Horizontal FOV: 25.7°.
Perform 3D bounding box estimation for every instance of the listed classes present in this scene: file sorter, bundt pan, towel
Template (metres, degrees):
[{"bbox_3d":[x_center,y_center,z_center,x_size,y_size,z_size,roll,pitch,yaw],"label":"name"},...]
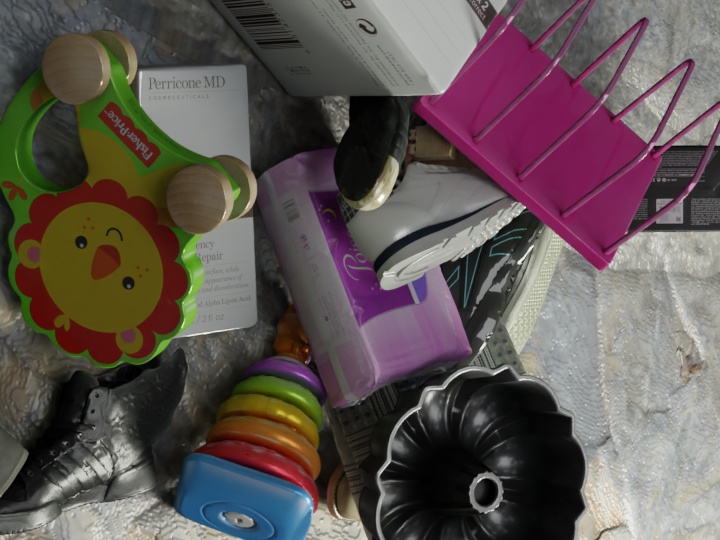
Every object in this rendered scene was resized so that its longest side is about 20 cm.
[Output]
[{"bbox_3d":[0.173,-0.134,1.235,0.200,0.125,0.139,40,51,-8],"label":"file sorter"},{"bbox_3d":[0.081,0.172,1.263,0.200,0.076,0.204,-1,92,-28],"label":"bundt pan"},{"bbox_3d":[0.069,0.138,1.353,0.191,0.035,0.202,-16,78,-27],"label":"towel"}]

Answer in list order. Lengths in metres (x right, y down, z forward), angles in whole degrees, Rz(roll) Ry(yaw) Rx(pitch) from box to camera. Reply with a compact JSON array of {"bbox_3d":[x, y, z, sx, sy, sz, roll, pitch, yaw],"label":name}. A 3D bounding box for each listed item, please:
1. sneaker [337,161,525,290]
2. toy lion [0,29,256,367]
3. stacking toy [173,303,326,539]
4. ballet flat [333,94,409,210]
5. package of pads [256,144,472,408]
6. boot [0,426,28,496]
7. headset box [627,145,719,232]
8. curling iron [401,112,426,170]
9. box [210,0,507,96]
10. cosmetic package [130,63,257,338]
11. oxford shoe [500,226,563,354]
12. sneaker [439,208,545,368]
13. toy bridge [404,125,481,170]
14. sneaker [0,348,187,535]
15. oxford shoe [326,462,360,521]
[{"bbox_3d":[0.067,-0.054,1.257,0.199,0.076,0.081,-21,68,-48],"label":"sneaker"},{"bbox_3d":[-0.185,-0.040,1.122,0.200,0.192,0.069,46,19,2],"label":"toy lion"},{"bbox_3d":[-0.068,0.111,1.261,0.109,0.116,0.201,18,58,-2],"label":"stacking toy"},{"bbox_3d":[0.019,-0.102,1.217,0.057,0.066,0.201,49,24,-23],"label":"ballet flat"},{"bbox_3d":[0.000,0.000,1.272,0.120,0.075,0.202,-15,81,-42],"label":"package of pads"},{"bbox_3d":[-0.298,0.064,1.057,0.200,0.072,0.182,43,80,-14],"label":"boot"},{"bbox_3d":[0.271,-0.075,1.438,0.147,0.200,0.078,0,95,6],"label":"headset box"},{"bbox_3d":[0.028,-0.050,1.367,0.050,0.025,0.202,31,68,-59],"label":"curling iron"},{"bbox_3d":[-0.020,-0.245,1.195,0.199,0.199,0.131,48,66,-31],"label":"box"},{"bbox_3d":[-0.139,-0.054,1.197,0.101,0.074,0.202,-8,100,-38],"label":"cosmetic package"},{"bbox_3d":[0.139,0.008,1.445,0.075,0.057,0.202,1,108,-69],"label":"oxford shoe"},{"bbox_3d":[0.107,-0.018,1.355,0.079,0.075,0.201,28,73,5],"label":"sneaker"},{"bbox_3d":[0.075,-0.091,1.344,0.200,0.066,0.028,18,73,-69],"label":"toy bridge"},{"bbox_3d":[-0.211,0.122,1.165,0.199,0.060,0.105,-11,102,-43],"label":"sneaker"},{"bbox_3d":[0.061,0.180,1.379,0.199,0.073,0.072,-12,104,-37],"label":"oxford shoe"}]
